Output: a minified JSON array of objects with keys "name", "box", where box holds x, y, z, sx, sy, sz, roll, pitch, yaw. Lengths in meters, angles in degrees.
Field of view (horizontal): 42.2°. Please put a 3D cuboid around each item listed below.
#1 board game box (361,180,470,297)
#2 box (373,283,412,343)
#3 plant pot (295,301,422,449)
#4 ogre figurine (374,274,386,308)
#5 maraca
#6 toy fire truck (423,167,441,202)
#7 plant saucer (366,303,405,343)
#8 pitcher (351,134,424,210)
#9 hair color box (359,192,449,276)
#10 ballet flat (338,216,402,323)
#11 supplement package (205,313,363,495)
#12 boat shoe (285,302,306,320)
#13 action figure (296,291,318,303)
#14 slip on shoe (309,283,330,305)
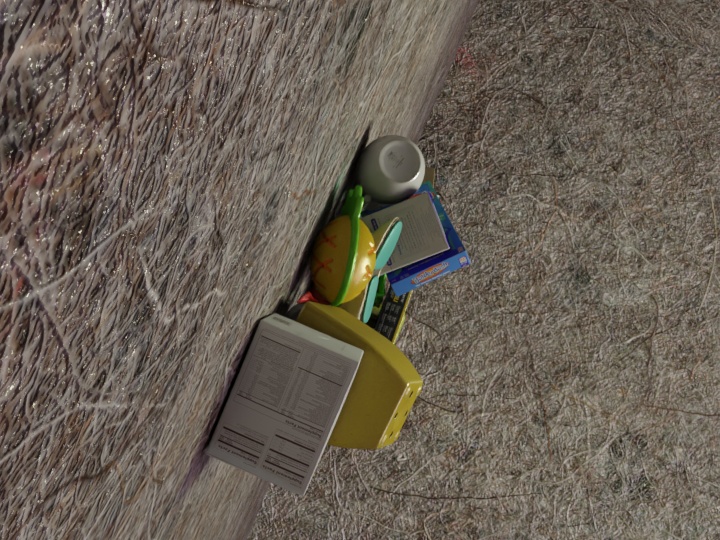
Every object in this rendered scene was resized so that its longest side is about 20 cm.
[{"name":"board game box","box":[0.100,-0.063,1.759,0.045,0.152,0.200,62,4,-49]},{"name":"box","box":[0.042,0.131,1.801,0.160,0.049,0.201,112,-1,-72]},{"name":"plant pot","box":[-0.016,0.184,1.491,0.196,0.199,0.194,-65,164,2]},{"name":"ogre figurine","box":[0.000,0.000,1.783,0.200,0.098,0.120,75,7,-71]},{"name":"maraca","box":[-0.025,-0.040,1.539,0.137,0.107,0.201,168,-67,-72]},{"name":"toy fire truck","box":[0.102,-0.182,2.117,0.200,0.175,0.129,-58,170,-77]},{"name":"plant saucer","box":[-0.035,0.141,1.922,0.048,0.199,0.200,53,59,-75]},{"name":"pitcher","box":[0.032,-0.156,1.711,0.172,0.121,0.200,-55,-174,-15]},{"name":"hair color box","box":[0.048,-0.054,1.667,0.065,0.199,0.110,-39,108,-87]},{"name":"ballet flat","box":[0.009,-0.006,1.612,0.069,0.069,0.201,-43,153,-84]},{"name":"supplement package","box":[-0.103,0.185,1.332,0.152,0.150,0.201,-22,134,-87]},{"name":"boat shoe","box":[-0.114,0.118,1.616,0.066,0.073,0.200,-102,-159,-44]},{"name":"action figure","box":[-0.054,0.139,1.649,0.099,0.200,0.065,-41,163,-32]},{"name":"slip on shoe","box":[-0.048,0.006,1.863,0.200,0.074,0.061,-55,166,-55]}]
